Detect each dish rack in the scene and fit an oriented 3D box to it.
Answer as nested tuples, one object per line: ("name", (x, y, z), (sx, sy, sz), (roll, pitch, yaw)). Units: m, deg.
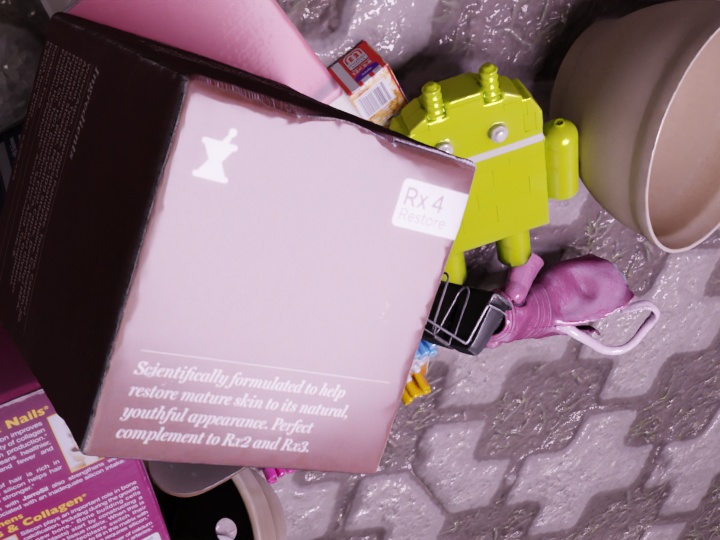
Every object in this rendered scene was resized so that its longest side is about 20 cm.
("dish rack", (0.000, 0.000, 0.770), (0.199, 0.152, 0.055), (32, 78, -34))

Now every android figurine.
("android figurine", (0.089, -0.074, 0.821), (0.179, 0.041, 0.202), (-17, 133, -5))

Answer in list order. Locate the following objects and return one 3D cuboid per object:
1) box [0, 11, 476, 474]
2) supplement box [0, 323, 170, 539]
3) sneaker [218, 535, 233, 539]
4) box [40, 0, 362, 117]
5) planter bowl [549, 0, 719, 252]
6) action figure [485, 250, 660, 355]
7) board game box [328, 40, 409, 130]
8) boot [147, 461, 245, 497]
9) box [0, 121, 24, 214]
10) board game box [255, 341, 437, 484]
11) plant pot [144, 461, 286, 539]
("box", (-0.079, -0.019, 0.532), (0.164, 0.199, 0.167), (12, 102, -35))
("supplement box", (-0.213, 0.120, 0.667), (0.129, 0.104, 0.203), (-20, 134, -15))
("sneaker", (-0.201, 0.318, 1.019), (0.117, 0.075, 0.199), (-21, 169, 28))
("box", (-0.107, -0.152, 0.663), (0.109, 0.128, 0.200), (-40, 135, 3))
("planter bowl", (0.244, -0.134, 0.859), (0.198, 0.134, 0.204), (-25, 129, -35))
("action figure", (0.157, 0.045, 0.967), (0.198, 0.149, 0.135), (-9, 136, -42))
("board game box", (-0.004, -0.063, 0.849), (0.150, 0.046, 0.201), (-37, 134, 0))
("boot", (-0.090, 0.106, 0.781), (0.200, 0.073, 0.076), (-45, 175, -41))
("box", (-0.251, 0.034, 0.732), (0.198, 0.118, 0.198), (-30, 134, -4))
("board game box", (-0.016, 0.126, 0.939), (0.198, 0.026, 0.200), (-29, 163, -8))
("plant pot", (-0.143, 0.227, 0.861), (0.200, 0.201, 0.173), (-43, 166, 8))
